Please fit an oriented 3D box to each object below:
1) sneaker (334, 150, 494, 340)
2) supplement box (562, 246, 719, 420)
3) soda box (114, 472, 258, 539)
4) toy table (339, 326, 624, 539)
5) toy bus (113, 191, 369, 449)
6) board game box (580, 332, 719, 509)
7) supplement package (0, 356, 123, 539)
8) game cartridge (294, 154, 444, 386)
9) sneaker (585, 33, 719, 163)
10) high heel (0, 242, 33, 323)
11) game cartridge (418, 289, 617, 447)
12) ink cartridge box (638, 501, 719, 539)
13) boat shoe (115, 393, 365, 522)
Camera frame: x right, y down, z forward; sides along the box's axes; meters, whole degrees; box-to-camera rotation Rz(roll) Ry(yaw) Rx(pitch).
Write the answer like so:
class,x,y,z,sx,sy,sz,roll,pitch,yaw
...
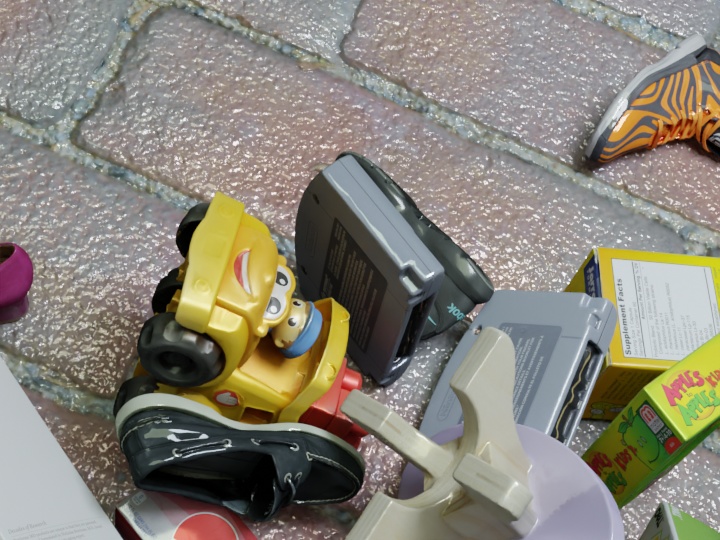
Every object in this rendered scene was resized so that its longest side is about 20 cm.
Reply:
class,x,y,z,sx,sy,sz,roll,pitch,yaw
sneaker,0.026,-0.026,1.079,0.079,0.075,0.200,-46,56,7
supplement box,0.276,0.060,1.065,0.197,0.110,0.110,5,60,-10
soda box,-0.093,0.234,0.916,0.070,0.064,0.200,-36,73,-27
toy table,0.075,0.145,0.868,0.117,0.199,0.185,43,66,-36
toy bus,-0.071,0.065,0.940,0.190,0.201,0.137,21,49,-6
board game box,0.227,0.124,0.966,0.101,0.201,0.048,-30,71,-25
supplement package,-0.269,0.166,0.859,0.121,0.120,0.201,-43,73,15
game cartridge,0.000,0.000,0.986,0.041,0.201,0.134,-28,71,-20
sneaker,0.307,-0.143,1.203,0.112,0.078,0.200,44,62,14
high heel,-0.350,0.018,0.962,0.198,0.096,0.068,-15,65,-20
game cartridge,0.112,0.108,0.993,0.040,0.132,0.201,43,64,-38
ink cartridge box,0.253,0.202,0.908,0.075,0.148,0.202,28,99,5
boat shoe,-0.078,0.145,0.895,0.198,0.075,0.066,24,32,-32
